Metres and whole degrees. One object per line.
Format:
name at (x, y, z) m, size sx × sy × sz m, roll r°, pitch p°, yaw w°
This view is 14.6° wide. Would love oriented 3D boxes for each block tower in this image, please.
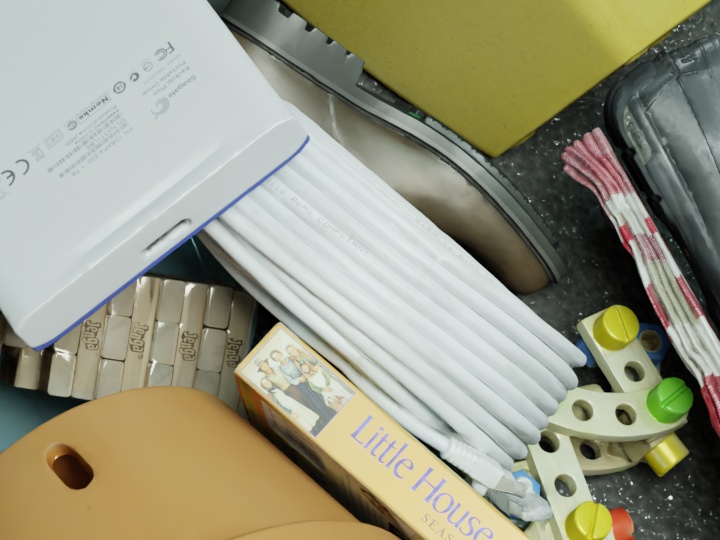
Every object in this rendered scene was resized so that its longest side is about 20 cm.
block tower at (-0.138, 0.021, 1.142) m, size 0.199 × 0.054 × 0.058 m, roll 9°, pitch 91°, yaw -17°

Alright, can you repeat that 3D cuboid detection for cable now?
cable at (0.000, 0.000, 1.145) m, size 0.200 × 0.200 × 0.069 m, roll 41°, pitch 91°, yaw -23°

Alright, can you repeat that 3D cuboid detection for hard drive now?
hard drive at (-0.122, -0.079, 1.106) m, size 0.132 × 0.025 × 0.200 m, roll -37°, pitch 55°, yaw 1°

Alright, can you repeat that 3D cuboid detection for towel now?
towel at (0.153, 0.041, 1.246) m, size 0.023 × 0.144 × 0.200 m, roll -30°, pitch 71°, yaw 7°

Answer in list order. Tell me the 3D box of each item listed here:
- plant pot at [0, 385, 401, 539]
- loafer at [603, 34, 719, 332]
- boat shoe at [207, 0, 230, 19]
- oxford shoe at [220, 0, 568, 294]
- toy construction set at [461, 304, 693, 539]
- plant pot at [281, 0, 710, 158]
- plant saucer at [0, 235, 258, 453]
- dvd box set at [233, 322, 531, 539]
plant pot at (-0.075, 0.140, 1.072) m, size 0.200 × 0.200 × 0.140 m, roll -17°, pitch 53°, yaw -28°
loafer at (0.179, -0.008, 1.236) m, size 0.070 × 0.068 × 0.201 m, roll -30°, pitch 99°, yaw 0°
boat shoe at (-0.121, -0.140, 1.276) m, size 0.199 × 0.068 × 0.072 m, roll 26°, pitch 54°, yaw -7°
oxford shoe at (0.004, -0.041, 1.275) m, size 0.200 × 0.073 × 0.085 m, roll 34°, pitch 89°, yaw -12°
toy construction set at (0.113, 0.114, 1.213) m, size 0.131 × 0.092 × 0.200 m, roll -11°, pitch 56°, yaw -26°
plant pot at (0.082, -0.173, 1.307) m, size 0.200 × 0.200 × 0.177 m, roll -36°, pitch 91°, yaw -33°
plant saucer at (-0.143, 0.002, 1.211) m, size 0.199 × 0.027 × 0.201 m, roll 10°, pitch 59°, yaw -16°
dvd box set at (0.037, 0.111, 1.097) m, size 0.200 × 0.146 × 0.029 m, roll 40°, pitch 79°, yaw 14°
